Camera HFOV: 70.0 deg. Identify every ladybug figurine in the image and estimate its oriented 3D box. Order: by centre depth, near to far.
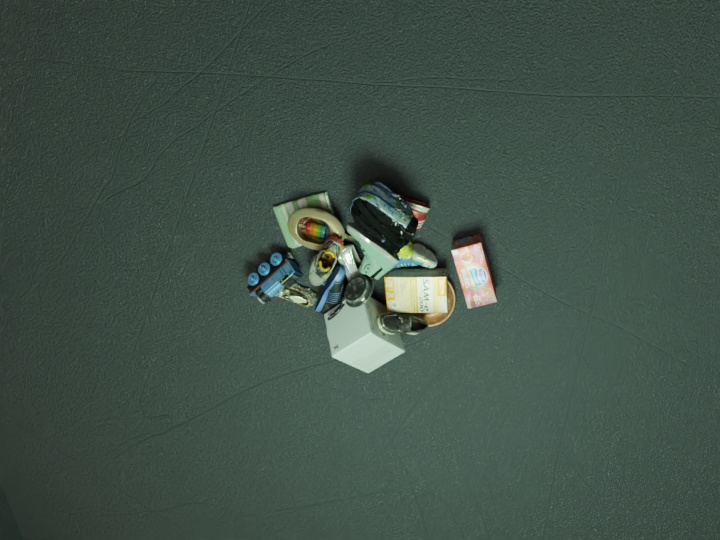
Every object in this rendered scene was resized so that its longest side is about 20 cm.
[{"bbox_3d":[-0.135,-0.137,1.650,0.197,0.072,0.137,18,114,7],"label":"ladybug figurine"}]

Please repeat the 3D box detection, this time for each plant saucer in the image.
[{"bbox_3d":[0.216,0.089,1.705,0.197,0.038,0.203,4,111,11],"label":"plant saucer"}]

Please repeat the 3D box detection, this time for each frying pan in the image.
[{"bbox_3d":[-0.039,0.075,1.636,0.188,0.116,0.031,-24,138,28],"label":"frying pan"}]

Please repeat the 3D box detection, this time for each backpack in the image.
[{"bbox_3d":[0.064,-0.164,1.518,0.198,0.155,0.163,24,155,-8],"label":"backpack"}]

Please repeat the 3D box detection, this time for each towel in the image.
[{"bbox_3d":[-0.176,-0.166,1.702,0.197,0.023,0.154,-14,107,19],"label":"towel"}]

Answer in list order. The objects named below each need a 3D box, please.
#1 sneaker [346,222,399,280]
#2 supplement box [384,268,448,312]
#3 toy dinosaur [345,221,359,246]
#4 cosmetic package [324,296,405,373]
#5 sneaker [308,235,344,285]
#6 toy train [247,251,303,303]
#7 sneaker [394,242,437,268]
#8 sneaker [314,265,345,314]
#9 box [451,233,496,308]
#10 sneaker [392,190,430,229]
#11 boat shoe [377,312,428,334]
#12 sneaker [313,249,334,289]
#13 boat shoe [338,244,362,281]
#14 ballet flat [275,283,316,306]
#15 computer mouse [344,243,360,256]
[{"bbox_3d":[0.011,-0.051,1.580,0.200,0.074,0.118,39,113,-14],"label":"sneaker"},{"bbox_3d":[0.180,0.064,1.643,0.197,0.074,0.128,-1,111,13],"label":"supplement box"},{"bbox_3d":[0.003,-0.109,1.639,0.198,0.047,0.089,23,125,27],"label":"toy dinosaur"},{"bbox_3d":[0.012,0.205,1.681,0.165,0.169,0.199,-33,139,23],"label":"cosmetic package"},{"bbox_3d":[-0.121,-0.020,1.622,0.077,0.083,0.201,26,132,-3],"label":"sneaker"},{"bbox_3d":[-0.294,0.027,1.738,0.199,0.087,0.115,-40,68,9],"label":"toy train"},{"bbox_3d":[0.147,-0.042,1.655,0.198,0.076,0.106,31,125,13],"label":"sneaker"},{"bbox_3d":[-0.080,0.071,1.690,0.077,0.071,0.201,21,126,-14],"label":"sneaker"},{"bbox_3d":[0.355,0.001,1.605,0.093,0.103,0.202,-14,106,17],"label":"box"},{"bbox_3d":[0.108,-0.179,1.603,0.197,0.078,0.117,20,113,6],"label":"sneaker"},{"bbox_3d":[0.138,0.167,1.640,0.064,0.198,0.073,-26,61,42],"label":"boat shoe"},{"bbox_3d":[-0.126,0.001,1.726,0.081,0.073,0.202,-17,107,17],"label":"sneaker"},{"bbox_3d":[0.000,-0.003,1.687,0.085,0.075,0.204,-17,116,21],"label":"boat shoe"},{"bbox_3d":[-0.248,0.075,1.789,0.197,0.064,0.077,16,113,7],"label":"ballet flat"},{"bbox_3d":[-0.017,-0.060,1.705,0.197,0.034,0.059,16,131,-2],"label":"computer mouse"}]
